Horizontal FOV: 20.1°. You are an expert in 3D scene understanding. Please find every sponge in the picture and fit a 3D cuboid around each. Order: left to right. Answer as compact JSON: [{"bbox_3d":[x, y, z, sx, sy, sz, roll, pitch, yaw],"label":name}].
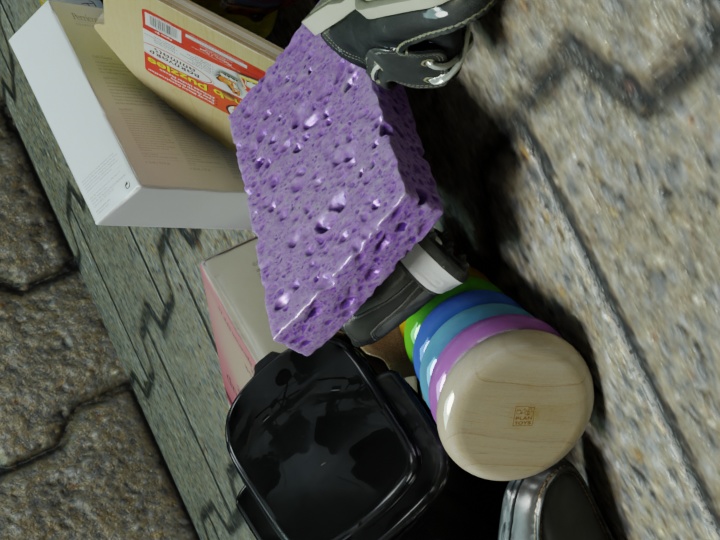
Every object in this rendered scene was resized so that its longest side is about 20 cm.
[{"bbox_3d":[-0.018,-0.060,1.085,0.030,0.112,0.200,26,-150,-31],"label":"sponge"}]

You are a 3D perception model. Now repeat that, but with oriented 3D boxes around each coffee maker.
[{"bbox_3d":[0.036,0.143,1.160,0.192,0.135,0.200,26,173,31],"label":"coffee maker"}]

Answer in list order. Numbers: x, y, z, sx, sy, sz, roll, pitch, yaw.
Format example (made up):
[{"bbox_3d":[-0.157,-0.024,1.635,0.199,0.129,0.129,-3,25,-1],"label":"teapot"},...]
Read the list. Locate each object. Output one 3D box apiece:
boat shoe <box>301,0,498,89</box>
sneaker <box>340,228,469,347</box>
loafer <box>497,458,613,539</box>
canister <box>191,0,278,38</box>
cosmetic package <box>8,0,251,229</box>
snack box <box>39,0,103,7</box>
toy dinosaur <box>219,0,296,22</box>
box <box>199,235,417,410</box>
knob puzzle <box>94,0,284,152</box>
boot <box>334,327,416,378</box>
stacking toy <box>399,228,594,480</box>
[{"bbox_3d":[0.033,-0.123,0.969,0.068,0.072,0.200,50,169,-11],"label":"boat shoe"},{"bbox_3d":[-0.006,-0.021,1.131,0.066,0.090,0.200,41,-169,-27],"label":"sneaker"},{"bbox_3d":[0.130,0.187,1.115,0.072,0.073,0.201,15,135,46],"label":"loafer"},{"bbox_3d":[-0.131,-0.249,1.344,0.149,0.086,0.201,113,133,-72],"label":"canister"},{"bbox_3d":[-0.130,-0.103,1.397,0.200,0.052,0.151,1,-122,-54],"label":"cosmetic package"},{"bbox_3d":[-0.256,-0.192,2.013,0.200,0.053,0.143,57,163,36],"label":"snack box"},{"bbox_3d":[-0.044,-0.175,1.132,0.200,0.105,0.182,47,178,29],"label":"toy dinosaur"},{"bbox_3d":[-0.032,0.075,1.450,0.128,0.109,0.200,57,163,35],"label":"box"},{"bbox_3d":[-0.075,-0.120,1.278,0.219,0.031,0.220,26,164,8],"label":"knob puzzle"},{"bbox_3d":[0.000,0.000,1.271,0.200,0.075,0.074,52,163,51],"label":"boot"},{"bbox_3d":[0.056,0.031,1.120,0.200,0.085,0.086,-121,13,-60],"label":"stacking toy"}]
